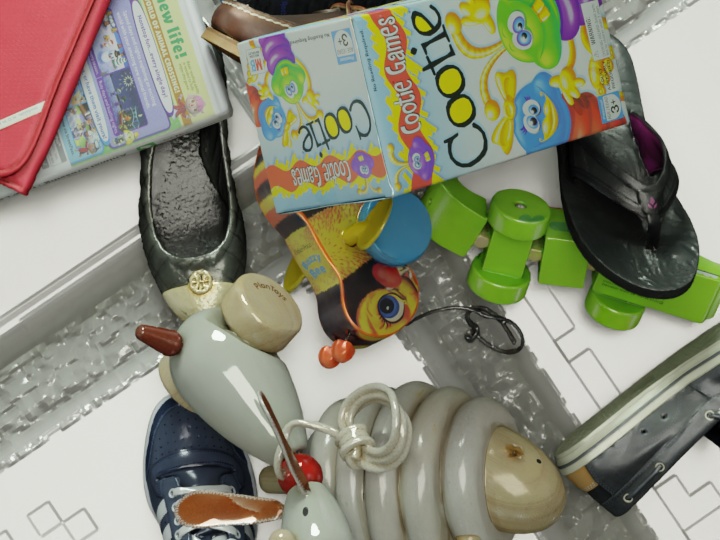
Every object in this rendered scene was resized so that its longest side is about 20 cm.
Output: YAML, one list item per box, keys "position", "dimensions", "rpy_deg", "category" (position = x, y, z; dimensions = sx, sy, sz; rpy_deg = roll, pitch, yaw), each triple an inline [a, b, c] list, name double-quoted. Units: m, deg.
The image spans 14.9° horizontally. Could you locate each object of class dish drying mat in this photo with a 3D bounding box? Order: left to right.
- position: [-0.198, -0.151, 1.668]
  dimensions: [0.077, 0.018, 0.200]
  rpy_deg: [22, 90, 10]
  category: "dish drying mat"

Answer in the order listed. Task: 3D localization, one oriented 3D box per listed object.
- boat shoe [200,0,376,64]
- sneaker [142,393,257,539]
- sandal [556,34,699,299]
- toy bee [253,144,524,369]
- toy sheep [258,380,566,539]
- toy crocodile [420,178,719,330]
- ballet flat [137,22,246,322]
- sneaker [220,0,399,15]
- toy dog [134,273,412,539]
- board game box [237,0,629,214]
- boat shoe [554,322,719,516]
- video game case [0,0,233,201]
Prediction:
- position: [-0.002, -0.130, 1.685]
  dimensions: [0.200, 0.070, 0.070]
  rpy_deg: [22, 98, -30]
  category: "boat shoe"
- position: [-0.094, 0.169, 1.662]
  dimensions: [0.070, 0.109, 0.201]
  rpy_deg: [-6, 85, -2]
  category: "sneaker"
- position: [0.154, -0.072, 1.678]
  dimensions: [0.075, 0.048, 0.201]
  rpy_deg: [-9, 58, -14]
  category: "sandal"
- position: [0.000, 0.000, 1.664]
  dimensions: [0.200, 0.131, 0.109]
  rpy_deg: [37, 59, 10]
  category: "toy bee"
- position: [0.029, 0.133, 1.661]
  dimensions: [0.199, 0.138, 0.138]
  rpy_deg: [0, 85, 20]
  category: "toy sheep"
- position: [0.133, -0.013, 1.712]
  dimensions: [0.199, 0.062, 0.068]
  rpy_deg: [13, 125, -2]
  category: "toy crocodile"
- position: [-0.109, -0.062, 1.704]
  dimensions: [0.066, 0.057, 0.201]
  rpy_deg: [-7, 83, -1]
  category: "ballet flat"
- position: [0.007, -0.191, 1.718]
  dimensions: [0.199, 0.066, 0.079]
  rpy_deg: [-2, 54, -11]
  category: "sneaker"
- position: [-0.072, 0.088, 1.616]
  dimensions: [0.096, 0.200, 0.132]
  rpy_deg: [7, 115, -41]
  category: "toy dog"
- position: [0.044, -0.109, 1.595]
  dimensions: [0.200, 0.105, 0.103]
  rpy_deg: [-19, 98, -41]
  category: "board game box"
- position: [0.214, 0.079, 1.699]
  dimensions: [0.200, 0.075, 0.062]
  rpy_deg: [-37, 92, 1]
  category: "boat shoe"
- position: [-0.193, -0.158, 1.689]
  dimensions: [0.182, 0.022, 0.201]
  rpy_deg: [-19, 84, 7]
  category: "video game case"
